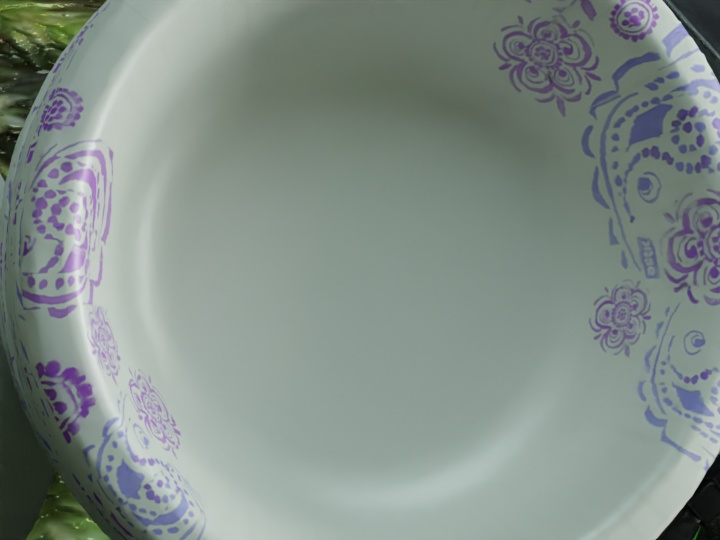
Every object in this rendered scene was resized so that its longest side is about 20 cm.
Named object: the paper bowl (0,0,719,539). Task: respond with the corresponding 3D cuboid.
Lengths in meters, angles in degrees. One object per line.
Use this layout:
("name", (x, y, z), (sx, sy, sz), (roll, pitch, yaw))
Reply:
("paper bowl", (0.000, 0.000, 0.805), (0.200, 0.202, 0.104), (-4, -3, -16))

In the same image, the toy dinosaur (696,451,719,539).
("toy dinosaur", (0.118, 0.075, 0.888), (0.199, 0.103, 0.077), (2, 28, -1))

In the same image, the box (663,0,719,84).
("box", (0.153, -0.041, 0.975), (0.198, 0.050, 0.200), (20, 25, -44))

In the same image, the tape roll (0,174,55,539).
("tape roll", (-0.181, 0.019, 0.851), (0.202, 0.203, 0.071), (21, 31, 29))

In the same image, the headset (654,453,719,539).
("headset", (0.147, 0.088, 0.833), (0.200, 0.124, 0.094), (-37, 8, -17))
